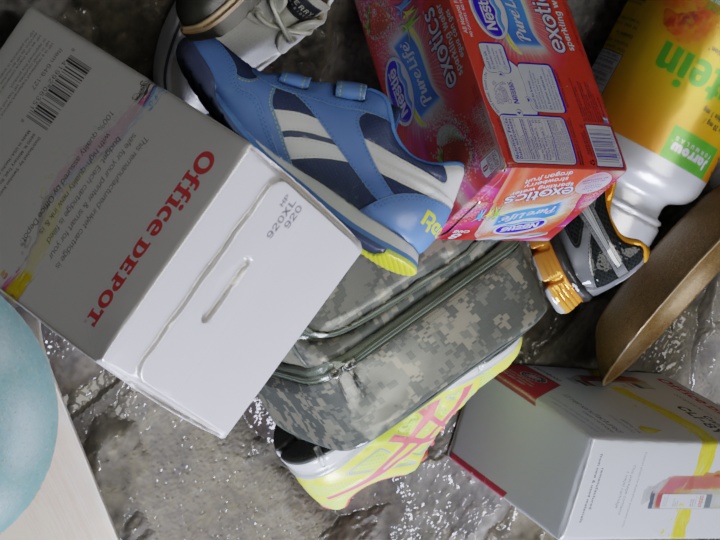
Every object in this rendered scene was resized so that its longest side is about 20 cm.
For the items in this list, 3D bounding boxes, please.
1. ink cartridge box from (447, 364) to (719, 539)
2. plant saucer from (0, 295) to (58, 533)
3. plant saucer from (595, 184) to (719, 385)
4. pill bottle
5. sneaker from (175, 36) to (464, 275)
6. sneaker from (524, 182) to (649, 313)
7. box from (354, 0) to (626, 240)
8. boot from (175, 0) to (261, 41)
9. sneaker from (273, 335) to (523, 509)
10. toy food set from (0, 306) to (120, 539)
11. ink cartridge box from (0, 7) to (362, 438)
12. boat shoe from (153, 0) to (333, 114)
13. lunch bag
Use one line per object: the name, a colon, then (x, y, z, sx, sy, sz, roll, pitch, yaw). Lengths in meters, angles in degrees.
ink cartridge box: (0.191, 0.134, 1.609, 0.200, 0.145, 0.084, 6, 107, -37)
plant saucer: (-0.280, 0.090, 1.272, 0.200, 0.039, 0.202, -1, 107, -2)
plant saucer: (0.234, -0.001, 1.594, 0.200, 0.035, 0.200, -45, 169, -11)
pill bottle: (0.212, -0.116, 1.532, 0.111, 0.111, 0.200, 24, 96, -39)
sneaker: (-0.025, -0.084, 1.311, 0.200, 0.074, 0.082, 39, 86, 3)
sneaker: (0.135, -0.074, 1.472, 0.077, 0.078, 0.201, -19, 82, 8)
box: (0.078, -0.126, 1.376, 0.099, 0.201, 0.095, 0, 152, -34)
boot: (-0.091, -0.251, 1.281, 0.138, 0.077, 0.200, 39, 63, -35)
sneaker: (0.031, 0.097, 1.536, 0.200, 0.078, 0.090, -31, 133, -13)
toy food set: (-0.238, 0.124, 1.353, 0.143, 0.060, 0.200, -16, 121, 2)
ink cartridge box: (-0.134, -0.027, 1.258, 0.147, 0.200, 0.145, -54, 145, -2)
boat shoe: (-0.051, -0.174, 1.350, 0.200, 0.070, 0.071, -50, 128, -2)
lunch bag: (0.000, 0.000, 1.430, 0.200, 0.139, 0.168, -33, 108, -20)
